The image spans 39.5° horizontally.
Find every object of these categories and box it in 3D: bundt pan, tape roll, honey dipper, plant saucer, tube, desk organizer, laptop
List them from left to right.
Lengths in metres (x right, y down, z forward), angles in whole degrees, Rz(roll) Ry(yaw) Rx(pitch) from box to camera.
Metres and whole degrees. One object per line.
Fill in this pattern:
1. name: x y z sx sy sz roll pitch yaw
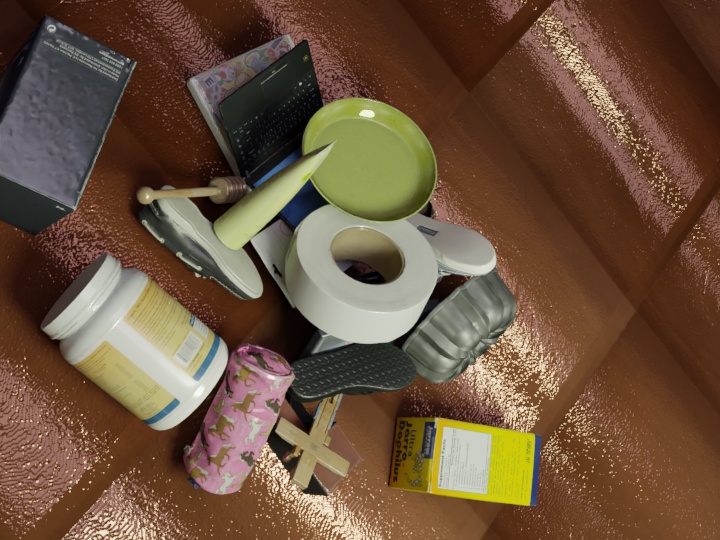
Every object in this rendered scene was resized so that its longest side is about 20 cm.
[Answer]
1. honey dipper: -0.225 -0.104 1.329 0.200 0.038 0.038 -11 88 -58
2. tube: -0.112 -0.103 1.333 0.052 0.200 0.058 29 30 -43
3. desk organizer: -0.091 0.212 1.393 0.077 0.072 0.200 -41 104 -31
4. laptop: -0.081 -0.186 1.406 0.177 0.103 0.200 -44 140 -28
5. tape roll: 0.000 0.000 1.365 0.202 0.071 0.203 10 48 -12
6. plant saucer: 0.010 -0.150 1.406 0.200 0.031 0.200 9 62 -17
7. bundt pan: 0.151 0.092 1.471 0.202 0.202 0.076 -33 71 -30

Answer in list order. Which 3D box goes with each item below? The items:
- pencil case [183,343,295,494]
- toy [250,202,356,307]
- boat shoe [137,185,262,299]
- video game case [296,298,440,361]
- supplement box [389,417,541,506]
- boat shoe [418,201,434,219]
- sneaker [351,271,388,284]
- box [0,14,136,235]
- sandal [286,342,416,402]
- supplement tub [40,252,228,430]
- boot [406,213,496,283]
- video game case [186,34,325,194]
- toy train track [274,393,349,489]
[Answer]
1. pencil case: -0.159 0.191 1.296 0.086 0.083 0.200 13 112 -40
2. toy: -0.064 -0.042 1.458 0.200 0.047 0.115 -37 98 -30
3. boat shoe: -0.216 -0.026 1.359 0.200 0.060 0.074 45 25 -23
4. video game case: 0.006 0.101 1.427 0.200 0.143 0.019 -13 63 -31
5. supplement box: 0.159 0.287 1.505 0.200 0.109 0.109 14 76 -29
6. boat shoe: 0.073 -0.078 1.528 0.074 0.073 0.200 -45 106 -27
7. sneaker: 0.040 0.053 1.468 0.200 0.111 0.077 17 75 -28
8. box: -0.384 -0.167 1.199 0.123 0.200 0.199 25 71 -26
9. sandal: -0.017 0.142 1.382 0.200 0.048 0.075 -3 65 -28
10. supplement tub: -0.281 0.088 1.254 0.200 0.145 0.145 44 64 -18
11. boot: 0.118 -0.018 1.449 0.073 0.200 0.090 -36 133 -27
12. video game case: -0.131 -0.221 1.459 0.182 0.023 0.200 -33 99 -30
13. toy train track: -0.059 0.209 1.351 0.115 0.033 0.200 37 45 -15
